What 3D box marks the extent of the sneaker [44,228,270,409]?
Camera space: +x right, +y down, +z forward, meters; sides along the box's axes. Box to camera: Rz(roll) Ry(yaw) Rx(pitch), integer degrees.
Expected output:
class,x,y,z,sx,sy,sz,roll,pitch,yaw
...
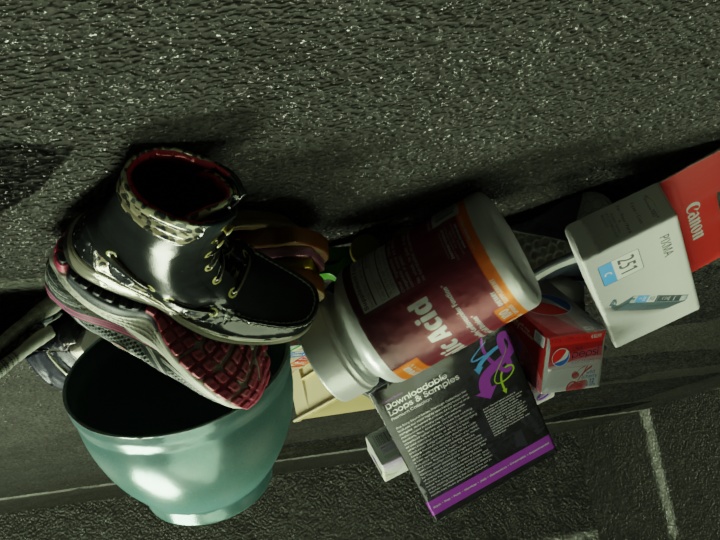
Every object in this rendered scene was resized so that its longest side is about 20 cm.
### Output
class,x,y,z,sx,sy,sz,roll,pitch,yaw
sneaker,-0.158,0.039,1.079,0.081,0.200,0.075,-56,-173,-37

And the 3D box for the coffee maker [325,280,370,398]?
class,x,y,z,sx,sy,sz,roll,pitch,yaw
coffee maker,0.038,0.077,1.448,0.134,0.193,0.200,-34,144,1

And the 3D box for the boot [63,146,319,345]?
class,x,y,z,sx,sy,sz,roll,pitch,yaw
boot,-0.103,-0.013,0.990,0.202,0.074,0.154,20,154,-17

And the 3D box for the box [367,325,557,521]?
class,x,y,z,sx,sy,sz,roll,pitch,yaw
box,0.098,0.139,1.314,0.142,0.036,0.201,-28,130,-3

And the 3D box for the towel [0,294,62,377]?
class,x,y,z,sx,sy,sz,roll,pitch,yaw
towel,-0.364,0.111,1.263,0.200,0.035,0.192,-46,-173,-32

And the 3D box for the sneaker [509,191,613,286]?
class,x,y,z,sx,sy,sz,roll,pitch,yaw
sneaker,0.183,-0.009,1.351,0.201,0.078,0.146,-19,163,27

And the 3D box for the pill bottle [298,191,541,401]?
class,x,y,z,sx,sy,sz,roll,pitch,yaw
pill bottle,0.048,0.027,1.204,0.199,0.115,0.114,-30,163,14

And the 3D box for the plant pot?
class,x,y,z,sx,sy,sz,roll,pitch,yaw
plant pot,-0.147,0.136,1.203,0.199,0.135,0.201,-8,-149,5

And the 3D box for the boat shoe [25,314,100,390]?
class,x,y,z,sx,sy,sz,roll,pitch,yaw
boat shoe,-0.248,0.111,1.387,0.092,0.075,0.200,-14,132,35

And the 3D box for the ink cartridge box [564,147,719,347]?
class,x,y,z,sx,sy,sz,roll,pitch,yaw
ink cartridge box,0.291,-0.020,1.264,0.175,0.045,0.200,-27,149,6

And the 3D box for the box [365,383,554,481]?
class,x,y,z,sx,sy,sz,roll,pitch,yaw
box,0.101,0.147,1.378,0.199,0.042,0.039,-26,147,-10

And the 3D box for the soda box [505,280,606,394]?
class,x,y,z,sx,sy,sz,roll,pitch,yaw
soda box,0.169,0.049,1.383,0.069,0.064,0.200,-6,-155,-20

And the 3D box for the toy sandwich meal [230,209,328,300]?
class,x,y,z,sx,sy,sz,roll,pitch,yaw
toy sandwich meal,-0.123,0.006,1.158,0.203,0.071,0.205,-11,167,-2

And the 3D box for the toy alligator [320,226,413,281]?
class,x,y,z,sx,sy,sz,roll,pitch,yaw
toy alligator,0.000,0.000,1.278,0.198,0.055,0.059,-11,167,-2

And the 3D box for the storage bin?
class,x,y,z,sx,sy,sz,roll,pitch,yaw
storage bin,0.027,0.117,1.731,0.198,0.095,0.198,-5,165,-26

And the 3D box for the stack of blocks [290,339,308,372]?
class,x,y,z,sx,sy,sz,roll,pitch,yaw
stack of blocks,-0.110,0.080,1.521,0.114,0.059,0.200,-4,165,-29

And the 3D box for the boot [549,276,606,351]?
class,x,y,z,sx,sy,sz,roll,pitch,yaw
boot,0.171,0.064,1.532,0.199,0.133,0.070,-21,165,38
